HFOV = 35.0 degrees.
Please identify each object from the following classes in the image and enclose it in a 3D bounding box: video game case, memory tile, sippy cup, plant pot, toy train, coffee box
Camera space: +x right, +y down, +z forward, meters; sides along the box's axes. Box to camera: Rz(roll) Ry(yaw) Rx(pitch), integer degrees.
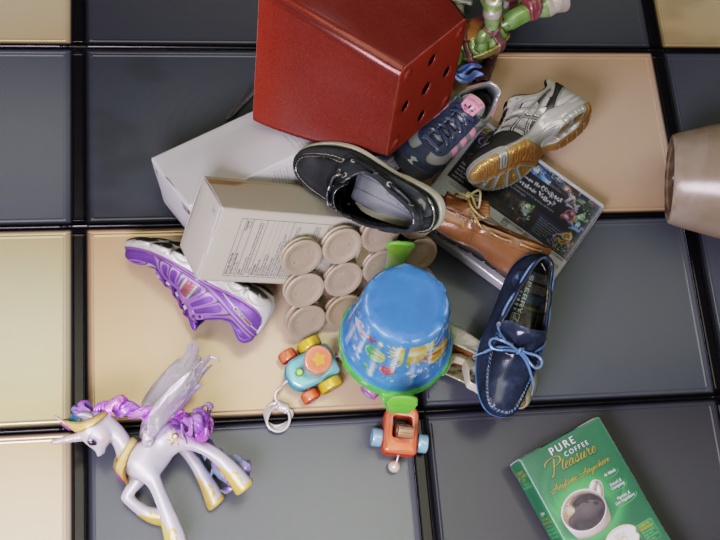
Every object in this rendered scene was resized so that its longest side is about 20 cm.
[{"bbox_3d":[0.190,-0.074,1.483,0.200,0.023,0.182,36,70,5],"label":"video game case"},{"bbox_3d":[0.000,0.000,1.366,0.200,0.153,0.017,-17,42,-16],"label":"memory tile"},{"bbox_3d":[0.046,0.060,1.291,0.140,0.130,0.178,-32,72,-16],"label":"sippy cup"},{"bbox_3d":[0.008,-0.251,1.329,0.176,0.200,0.200,34,54,19],"label":"plant pot"},{"bbox_3d":[0.487,-0.114,1.470,0.173,0.200,0.200,2,70,8],"label":"plant pot"},{"bbox_3d":[-0.009,0.150,1.353,0.200,0.056,0.150,12,69,-5],"label":"toy train"},{"bbox_3d":[0.280,0.289,1.357,0.123,0.044,0.200,-26,77,-17],"label":"coffee box"}]

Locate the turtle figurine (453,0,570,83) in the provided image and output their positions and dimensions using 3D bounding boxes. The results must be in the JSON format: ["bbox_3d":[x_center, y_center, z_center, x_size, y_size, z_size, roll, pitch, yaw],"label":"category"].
[{"bbox_3d":[0.167,-0.365,1.518,0.194,0.144,0.200,-26,80,-21],"label":"turtle figurine"}]

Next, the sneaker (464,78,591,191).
[{"bbox_3d":[0.202,-0.177,1.481,0.200,0.076,0.088,-32,62,-21],"label":"sneaker"}]

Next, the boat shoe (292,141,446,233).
[{"bbox_3d":[-0.004,-0.088,1.293,0.199,0.075,0.066,29,33,20],"label":"boat shoe"}]

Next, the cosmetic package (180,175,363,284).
[{"bbox_3d":[-0.099,-0.044,1.337,0.200,0.105,0.071,5,33,-33],"label":"cosmetic package"}]

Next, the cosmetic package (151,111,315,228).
[{"bbox_3d":[-0.139,-0.122,1.395,0.200,0.081,0.113,-27,49,-15],"label":"cosmetic package"}]

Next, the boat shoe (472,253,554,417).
[{"bbox_3d":[0.180,0.071,1.337,0.084,0.069,0.200,11,78,-11],"label":"boat shoe"}]

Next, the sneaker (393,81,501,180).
[{"bbox_3d":[0.110,-0.182,1.415,0.070,0.082,0.200,44,42,-2],"label":"sneaker"}]

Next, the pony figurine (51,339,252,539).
[{"bbox_3d":[-0.216,0.185,1.270,0.193,0.167,0.200,-42,97,-12],"label":"pony figurine"}]

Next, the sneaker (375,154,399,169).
[{"bbox_3d":[0.028,-0.221,1.488,0.072,0.072,0.200,-26,58,28],"label":"sneaker"}]

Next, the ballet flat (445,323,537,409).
[{"bbox_3d":[0.122,0.109,1.377,0.200,0.068,0.062,21,40,-1],"label":"ballet flat"}]

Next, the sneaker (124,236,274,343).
[{"bbox_3d":[-0.202,0.022,1.357,0.200,0.081,0.084,29,97,12],"label":"sneaker"}]

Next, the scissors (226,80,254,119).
[{"bbox_3d":[-0.118,-0.276,1.509,0.200,0.014,0.073,-37,83,-18],"label":"scissors"}]

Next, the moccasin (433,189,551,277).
[{"bbox_3d":[0.142,-0.061,1.408,0.201,0.074,0.078,34,104,5],"label":"moccasin"}]
